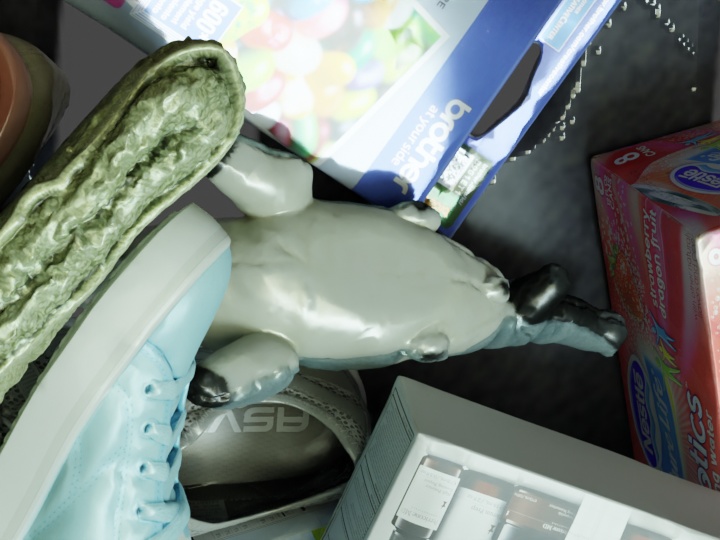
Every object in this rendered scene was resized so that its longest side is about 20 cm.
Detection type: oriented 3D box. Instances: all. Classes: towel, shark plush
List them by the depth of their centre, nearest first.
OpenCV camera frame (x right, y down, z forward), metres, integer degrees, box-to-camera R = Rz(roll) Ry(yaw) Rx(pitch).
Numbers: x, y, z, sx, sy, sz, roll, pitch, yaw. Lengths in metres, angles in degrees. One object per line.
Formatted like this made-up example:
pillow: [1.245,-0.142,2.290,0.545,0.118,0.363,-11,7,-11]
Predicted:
towel: [-0.112,0.011,0.771,0.036,0.148,0.200,42,84,-8]
shark plush: [0.000,0.000,0.885,0.200,0.083,0.091,-6,82,-24]

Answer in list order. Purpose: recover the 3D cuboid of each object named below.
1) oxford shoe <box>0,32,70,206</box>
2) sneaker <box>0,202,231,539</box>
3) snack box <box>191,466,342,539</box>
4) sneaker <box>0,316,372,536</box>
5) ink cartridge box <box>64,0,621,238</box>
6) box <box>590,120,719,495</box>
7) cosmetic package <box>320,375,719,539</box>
oxford shoe: [-0.171,-0.002,0.824,0.200,0.074,0.071,-37,76,14]
sneaker: [-0.077,0.076,0.802,0.082,0.074,0.200,30,107,-2]
snack box: [-0.053,0.168,0.924,0.200,0.068,0.169,-17,112,-15]
sneaker: [-0.087,0.056,0.865,0.200,0.082,0.075,-8,110,-16]
ink cartridge box: [-0.006,-0.101,0.864,0.200,0.042,0.119,33,96,-27]
box: [0.158,0.049,0.937,0.095,0.103,0.200,-16,113,-12]
cosmetic package: [0.089,0.112,0.862,0.200,0.051,0.083,20,109,-15]
